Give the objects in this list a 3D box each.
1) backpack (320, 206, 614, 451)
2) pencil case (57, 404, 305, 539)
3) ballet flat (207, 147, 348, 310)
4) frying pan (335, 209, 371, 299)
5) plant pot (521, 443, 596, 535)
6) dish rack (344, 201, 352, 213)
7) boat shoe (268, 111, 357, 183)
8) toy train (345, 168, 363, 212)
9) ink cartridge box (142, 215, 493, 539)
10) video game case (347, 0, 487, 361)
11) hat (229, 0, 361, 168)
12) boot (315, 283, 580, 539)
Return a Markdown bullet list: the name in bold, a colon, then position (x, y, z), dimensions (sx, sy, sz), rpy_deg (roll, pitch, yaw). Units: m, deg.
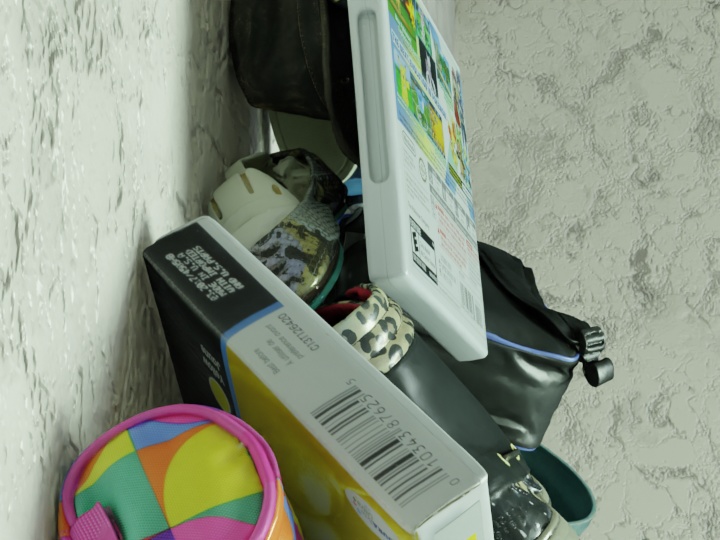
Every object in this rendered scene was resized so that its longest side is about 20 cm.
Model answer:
- **backpack**: position (0.044, 0.040, 1.006), dimensions (0.154, 0.200, 0.191), rpy_deg (-62, -168, 22)
- **pencil case**: position (-0.053, 0.134, 0.570), dimensions (0.200, 0.088, 0.088), rpy_deg (78, 12, -50)
- **ballet flat**: position (-0.048, -0.023, 0.772), dimensions (0.200, 0.072, 0.072), rpy_deg (-83, 169, -74)
- **frying pan**: position (0.000, -0.001, 0.834), dimensions (0.115, 0.031, 0.190), rpy_deg (92, -4, -82)
- **plant pot**: position (0.051, 0.184, 1.077), dimensions (0.200, 0.200, 0.134), rpy_deg (-63, 176, -76)
- **dish rack**: position (0.009, 0.015, 1.287), dimensions (0.172, 0.043, 0.200), rpy_deg (-30, 117, -83)
- **boat shoe**: position (-0.022, -0.147, 0.959), dimensions (0.066, 0.074, 0.200), rpy_deg (16, 62, -70)
- **toy train**: position (-0.005, -0.142, 1.068), dimensions (0.114, 0.087, 0.200), rpy_deg (25, 63, -76)
- **ink cartridge box**: position (-0.012, 0.104, 0.638), dimensions (0.198, 0.047, 0.200), rpy_deg (39, -32, 41)
- **video game case**: position (0.032, -0.059, 0.798), dimensions (0.200, 0.022, 0.183), rpy_deg (41, 42, -69)
- **hat**: position (-0.027, -0.134, 0.840), dimensions (0.201, 0.081, 0.201), rpy_deg (-9, 90, -73)
- **boot**: position (0.024, 0.077, 0.732), dimensions (0.154, 0.073, 0.204), rpy_deg (53, -6, -6)
